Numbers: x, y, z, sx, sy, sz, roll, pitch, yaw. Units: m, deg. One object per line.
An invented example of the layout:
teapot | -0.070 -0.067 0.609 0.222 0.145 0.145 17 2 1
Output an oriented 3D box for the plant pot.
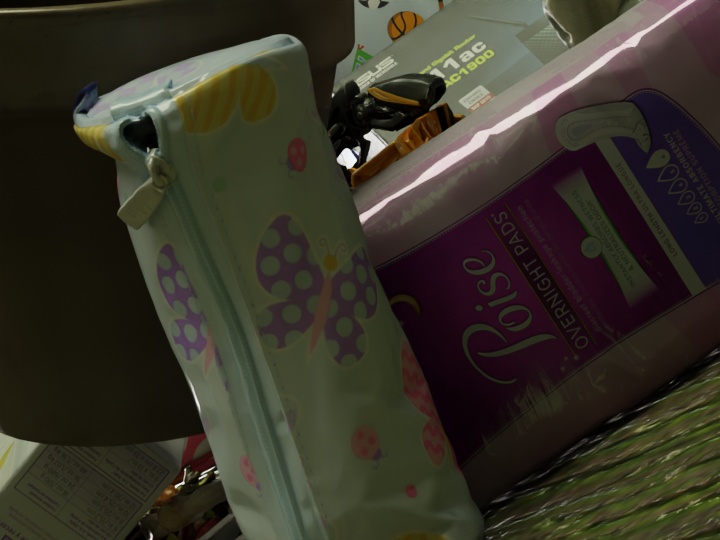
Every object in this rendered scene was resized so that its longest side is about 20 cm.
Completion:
plant pot | -0.097 -0.032 1.129 0.199 0.175 0.200 -3 14 1

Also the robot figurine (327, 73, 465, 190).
robot figurine | 0.000 0.000 1.376 0.200 0.145 0.058 -38 -2 37

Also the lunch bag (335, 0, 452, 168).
lunch bag | 0.047 -0.130 1.953 0.170 0.200 0.124 -35 5 -7

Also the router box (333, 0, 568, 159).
router box | 0.100 -0.114 1.822 0.200 0.062 0.150 -35 41 -9

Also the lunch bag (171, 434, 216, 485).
lunch bag | -0.059 0.039 1.690 0.199 0.082 0.176 -33 4 12

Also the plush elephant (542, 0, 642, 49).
plush elephant | 0.194 -0.155 1.656 0.164 0.155 0.201 3 38 -11

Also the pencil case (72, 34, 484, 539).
pencil case | -0.026 0.020 0.997 0.083 0.201 0.091 -20 11 8

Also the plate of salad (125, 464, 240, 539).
plate of salad | -0.124 0.137 1.381 0.200 0.048 0.200 -33 4 3

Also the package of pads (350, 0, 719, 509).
package of pads | 0.086 -0.016 1.076 0.199 0.121 0.076 -33 5 -2

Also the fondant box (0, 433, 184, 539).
fondant box | -0.154 0.112 1.278 0.200 0.058 0.144 -51 13 16

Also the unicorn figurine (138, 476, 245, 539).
unicorn figurine | -0.027 0.081 1.239 0.137 0.074 0.200 -34 21 -13
